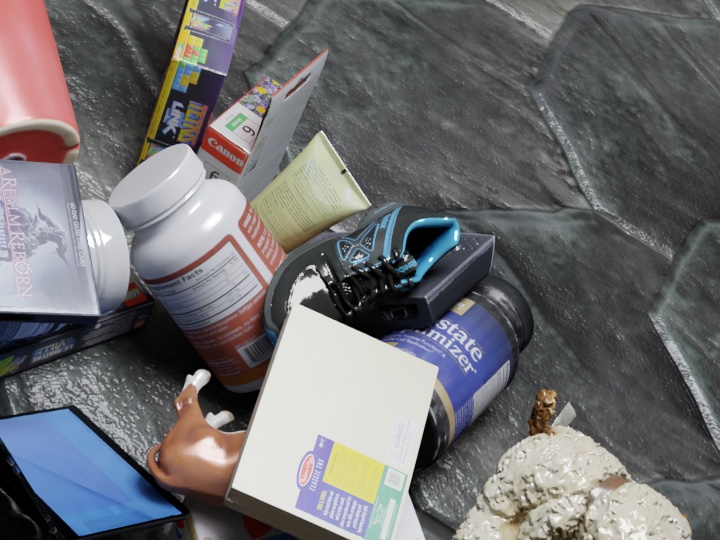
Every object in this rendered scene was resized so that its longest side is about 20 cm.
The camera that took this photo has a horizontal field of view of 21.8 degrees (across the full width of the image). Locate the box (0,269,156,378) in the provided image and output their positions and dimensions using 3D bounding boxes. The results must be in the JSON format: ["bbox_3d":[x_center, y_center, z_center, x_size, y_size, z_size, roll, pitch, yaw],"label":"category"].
[{"bbox_3d":[-0.285,0.027,1.597,0.199,0.035,0.110,-21,60,-41],"label":"box"}]

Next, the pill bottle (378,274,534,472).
[{"bbox_3d":[0.073,0.085,1.668,0.112,0.112,0.200,37,42,11],"label":"pill bottle"}]

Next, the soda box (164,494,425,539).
[{"bbox_3d":[-0.051,0.220,1.502,0.199,0.064,0.068,1,47,-26],"label":"soda box"}]

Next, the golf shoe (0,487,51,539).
[{"bbox_3d":[-0.328,0.181,1.403,0.199,0.078,0.095,19,20,-8],"label":"golf shoe"}]

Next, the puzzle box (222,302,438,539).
[{"bbox_3d":[-0.020,0.126,1.446,0.132,0.025,0.201,25,44,-7],"label":"puzzle box"}]

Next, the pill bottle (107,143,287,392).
[{"bbox_3d":[-0.124,-0.004,1.590,0.200,0.112,0.112,55,35,-22],"label":"pill bottle"}]

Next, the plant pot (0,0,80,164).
[{"bbox_3d":[-0.344,-0.159,1.654,0.199,0.201,0.178,-12,63,-36],"label":"plant pot"}]

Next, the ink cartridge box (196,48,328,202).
[{"bbox_3d":[-0.104,-0.120,1.716,0.050,0.201,0.109,34,41,8],"label":"ink cartridge box"}]

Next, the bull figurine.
[{"bbox_3d":[-0.067,0.155,1.464,0.199,0.065,0.122,20,38,-12],"label":"bull figurine"}]

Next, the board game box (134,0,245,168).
[{"bbox_3d":[-0.159,-0.192,1.789,0.056,0.166,0.201,18,42,-9],"label":"board game box"}]

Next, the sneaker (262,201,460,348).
[{"bbox_3d":[0.000,0.000,1.567,0.200,0.082,0.074,-40,116,-32],"label":"sneaker"}]

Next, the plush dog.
[{"bbox_3d":[0.196,0.202,1.541,0.171,0.161,0.199,29,24,30],"label":"plush dog"}]

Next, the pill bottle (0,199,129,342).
[{"bbox_3d":[-0.295,0.000,1.505,0.199,0.117,0.117,-10,53,-34],"label":"pill bottle"}]

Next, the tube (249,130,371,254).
[{"bbox_3d":[-0.073,-0.042,1.653,0.058,0.200,0.052,26,48,-29],"label":"tube"}]

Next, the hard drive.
[{"bbox_3d":[0.013,0.008,1.689,0.199,0.043,0.135,1,27,37],"label":"hard drive"}]

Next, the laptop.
[{"bbox_3d":[-0.242,0.113,1.397,0.103,0.201,0.177,-40,47,-19],"label":"laptop"}]

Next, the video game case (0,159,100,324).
[{"bbox_3d":[-0.304,-0.026,1.428,0.199,0.019,0.144,2,57,-27],"label":"video game case"}]
